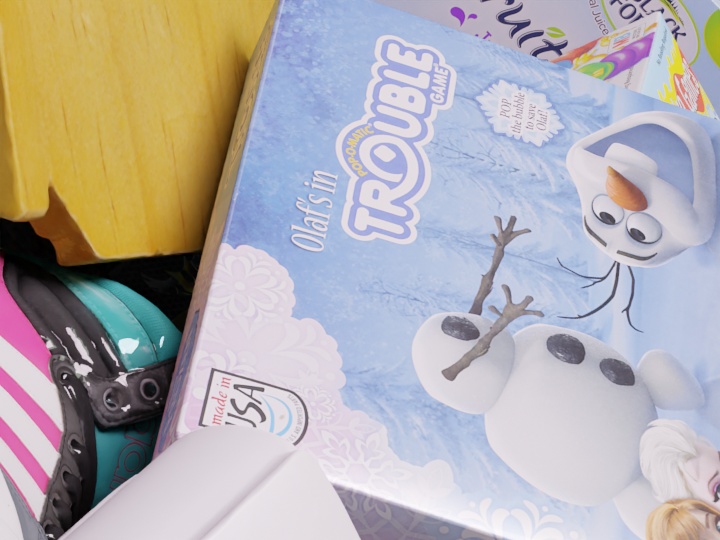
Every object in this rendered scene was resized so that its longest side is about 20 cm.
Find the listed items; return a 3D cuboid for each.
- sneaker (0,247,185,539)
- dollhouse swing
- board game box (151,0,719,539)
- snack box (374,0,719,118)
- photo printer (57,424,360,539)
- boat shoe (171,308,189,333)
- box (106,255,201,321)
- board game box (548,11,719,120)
[{"bbox_3d":[-0.088,0.067,0.730,0.121,0.084,0.200,11,45,-42],"label":"sneaker"},{"bbox_3d":[-0.137,-0.086,0.830,0.200,0.175,0.182,-7,90,-67],"label":"dollhouse swing"},{"bbox_3d":[0.051,0.018,0.768,0.199,0.043,0.200,17,43,-7],"label":"board game box"},{"bbox_3d":[0.077,-0.080,1.093,0.200,0.169,0.068,46,24,-13],"label":"snack box"},{"bbox_3d":[-0.053,0.152,0.603,0.200,0.069,0.167,-40,113,-49],"label":"photo printer"},{"bbox_3d":[0.031,0.050,0.869,0.068,0.200,0.075,57,40,-70],"label":"boat shoe"},{"bbox_3d":[0.000,0.000,0.997,0.158,0.051,0.200,46,26,-12],"label":"box"},{"bbox_3d":[0.107,0.028,0.962,0.200,0.103,0.105,57,24,-18],"label":"board game box"}]
